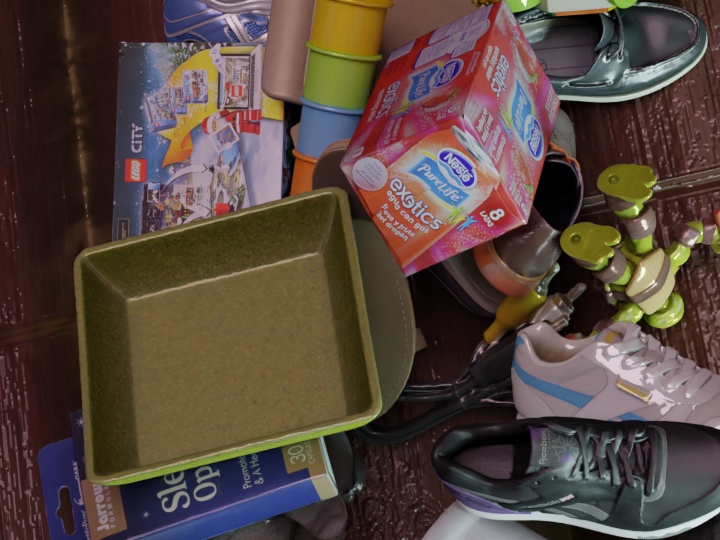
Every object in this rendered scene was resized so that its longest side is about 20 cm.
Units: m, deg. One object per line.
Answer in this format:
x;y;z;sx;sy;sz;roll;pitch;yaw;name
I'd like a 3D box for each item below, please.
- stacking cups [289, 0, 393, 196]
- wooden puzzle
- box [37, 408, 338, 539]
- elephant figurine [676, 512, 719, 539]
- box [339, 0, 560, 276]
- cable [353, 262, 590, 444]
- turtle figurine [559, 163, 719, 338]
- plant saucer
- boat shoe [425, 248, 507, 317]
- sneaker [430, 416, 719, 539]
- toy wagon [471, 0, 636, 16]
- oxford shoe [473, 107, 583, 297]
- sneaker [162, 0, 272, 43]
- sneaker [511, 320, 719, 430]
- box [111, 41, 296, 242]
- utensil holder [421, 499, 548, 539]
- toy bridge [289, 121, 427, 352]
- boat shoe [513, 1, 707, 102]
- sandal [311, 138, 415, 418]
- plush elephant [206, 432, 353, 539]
-0.026;-0.104;1.598;0.060;0.060;0.201;18;105;19;stacking cups
0.028;-0.192;1.678;0.199;0.037;0.186;13;71;-17;wooden puzzle
-0.124;0.129;1.488;0.199;0.032;0.122;-20;51;4;box
0.266;0.170;1.447;0.141;0.200;0.156;25;80;20;elephant figurine
0.066;-0.095;1.527;0.099;0.200;0.096;-23;112;23;box
0.090;0.079;1.614;0.199;0.050;0.097;-31;107;20;cable
0.203;-0.008;1.560;0.200;0.161;0.064;-44;49;-7;turtle figurine
-0.088;0.053;1.484;0.199;0.048;0.201;-14;51;5;plant saucer
0.047;-0.037;1.660;0.200;0.072;0.063;54;133;17;boat shoe
0.142;0.128;1.399;0.199;0.088;0.076;-4;72;18;sneaker
0.156;-0.235;1.645;0.200;0.040;0.155;-31;39;-26;toy wagon
0.137;-0.064;1.587;0.071;0.073;0.200;32;39;-15;oxford shoe
-0.063;-0.189;1.729;0.199;0.076;0.077;20;116;10;sneaker
0.189;0.081;1.474;0.199;0.076;0.081;3;112;31;sneaker
-0.119;-0.074;1.686;0.136;0.038;0.201;2;88;15;box
0.120;0.271;1.473;0.199;0.170;0.170;28;81;18;utensil holder
-0.012;-0.016;1.654;0.067;0.027;0.201;-29;78;45;toy bridge
0.166;-0.170;1.639;0.198;0.066;0.075;-4;73;-3;boat shoe
0.006;0.000;1.582;0.077;0.070;0.213;2;114;13;sandal
-0.081;0.164;1.561;0.164;0.155;0.201;-29;67;3;plush elephant
